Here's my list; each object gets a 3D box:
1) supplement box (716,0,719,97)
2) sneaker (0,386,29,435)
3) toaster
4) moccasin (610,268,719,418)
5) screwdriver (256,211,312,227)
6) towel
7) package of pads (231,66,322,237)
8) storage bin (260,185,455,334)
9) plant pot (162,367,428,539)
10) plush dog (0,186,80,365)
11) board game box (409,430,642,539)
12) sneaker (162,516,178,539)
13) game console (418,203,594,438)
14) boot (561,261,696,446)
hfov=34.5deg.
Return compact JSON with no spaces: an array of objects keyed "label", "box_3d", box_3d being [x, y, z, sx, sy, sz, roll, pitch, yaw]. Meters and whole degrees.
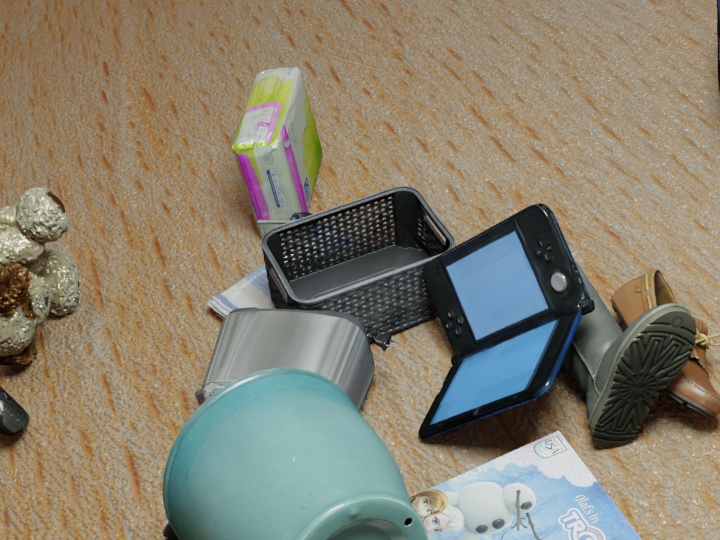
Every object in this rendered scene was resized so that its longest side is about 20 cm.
[{"label":"supplement box","box_3d":[0.558,-0.259,1.460,0.199,0.135,0.200,-2,39,15]},{"label":"sneaker","box_3d":[-0.455,0.156,1.337,0.088,0.076,0.200,-47,42,-15]},{"label":"toaster","box_3d":[-0.071,0.118,1.211,0.199,0.114,0.129,3,44,18]},{"label":"moccasin","box_3d":[0.320,0.070,1.168,0.078,0.074,0.202,-46,23,21]},{"label":"screwdriver","box_3d":[-0.084,-0.056,1.378,0.029,0.028,0.200,25,8,8]},{"label":"towel","box_3d":[-0.071,0.019,1.407,0.200,0.024,0.147,-34,42,-24]},{"label":"package of pads","box_3d":[-0.108,-0.161,1.538,0.068,0.155,0.200,-5,38,12]},{"label":"storage bin","box_3d":[0.000,0.000,1.330,0.199,0.094,0.135,-19,44,-14]},{"label":"plant pot","box_3d":[-0.042,0.211,0.985,0.200,0.201,0.188,-28,30,-18]},{"label":"plush dog","box_3d":[-0.422,0.019,1.381,0.160,0.200,0.172,-3,49,-9]},{"label":"board game box","box_3d":[0.138,0.254,1.024,0.198,0.043,0.200,-22,38,-10]},{"label":"sneaker","box_3d":[-0.098,0.206,1.138,0.199,0.078,0.090,-14,30,-2]},{"label":"game console","box_3d":[0.120,0.052,1.156,0.118,0.171,0.200,-18,-8,-41]},{"label":"boot","box_3d":[0.243,0.051,1.159,0.072,0.182,0.200,15,34,-18]}]
